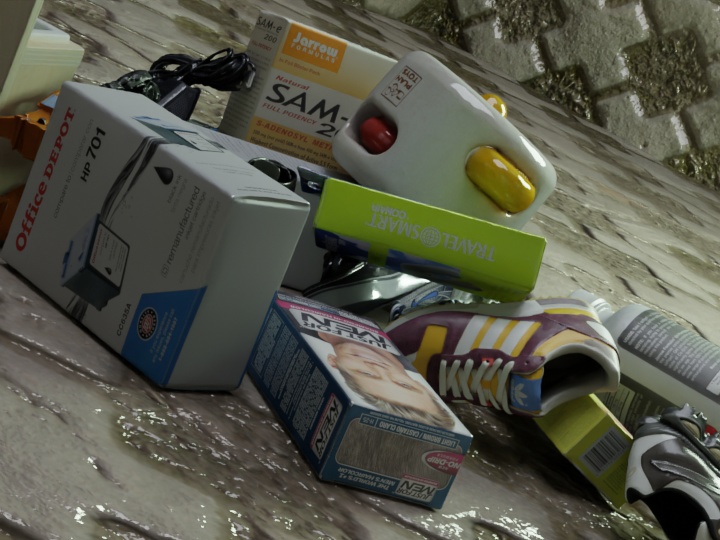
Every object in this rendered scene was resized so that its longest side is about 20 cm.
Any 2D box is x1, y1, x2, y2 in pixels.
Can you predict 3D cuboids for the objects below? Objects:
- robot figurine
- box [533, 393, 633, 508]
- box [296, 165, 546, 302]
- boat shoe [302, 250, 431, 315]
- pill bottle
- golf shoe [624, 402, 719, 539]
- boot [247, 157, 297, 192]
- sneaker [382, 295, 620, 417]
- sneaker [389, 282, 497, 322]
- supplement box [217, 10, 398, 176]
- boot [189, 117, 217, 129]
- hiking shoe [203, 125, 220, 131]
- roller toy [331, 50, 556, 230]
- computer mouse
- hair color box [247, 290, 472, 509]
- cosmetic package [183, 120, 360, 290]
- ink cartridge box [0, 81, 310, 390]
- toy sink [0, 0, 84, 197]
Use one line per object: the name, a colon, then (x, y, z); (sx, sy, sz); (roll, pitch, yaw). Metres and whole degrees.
robot figurine: (-0.223, -0.090, 1.450); (0.058, 0.146, 0.200); (24, 20, 13)
box: (0.167, 0.113, 1.487); (0.075, 0.050, 0.200); (45, 5, -23)
box: (0.041, -0.026, 1.452); (0.199, 0.048, 0.122); (16, -7, 1)
boat shoe: (0.000, 0.000, 1.554); (0.200, 0.070, 0.067); (-17, 81, -57)
pill bottle: (0.256, 0.098, 1.606); (0.199, 0.111, 0.111); (31, 15, 24)
golf shoe: (0.272, 0.195, 1.376); (0.200, 0.078, 0.095); (39, 52, -6)
boot: (-0.079, -0.032, 1.466); (0.077, 0.139, 0.200); (23, 12, -3)
sneaker: (0.099, 0.073, 1.402); (0.199, 0.075, 0.090); (-11, 32, -6)
sneaker: (0.058, 0.054, 1.541); (0.085, 0.078, 0.200); (-10, 13, 31)
supplement box: (-0.062, -0.126, 1.723); (0.125, 0.201, 0.073); (16, 8, -27)
boot: (-0.111, -0.111, 1.912); (0.199, 0.073, 0.182); (14, 13, -11)
hiking shoe: (-0.131, -0.117, 1.789); (0.199, 0.087, 0.074); (20, -12, -28)
roller toy: (0.078, -0.101, 1.645); (0.182, 0.140, 0.200); (42, 4, 9)
computer mouse: (-0.192, -0.130, 1.679); (0.138, 0.053, 0.200); (7, 40, 46)
hair color box: (-0.008, 0.087, 1.299); (0.100, 0.061, 0.200); (17, 15, -26)
cosmetic package: (-0.094, -0.054, 1.612); (0.199, 0.102, 0.074); (18, 16, -31)
ink cartridge box: (-0.148, -0.026, 1.300); (0.200, 0.147, 0.086); (33, 17, 35)
toy sink: (-0.304, -0.158, 1.430); (0.130, 0.201, 0.112); (27, 13, 16)
